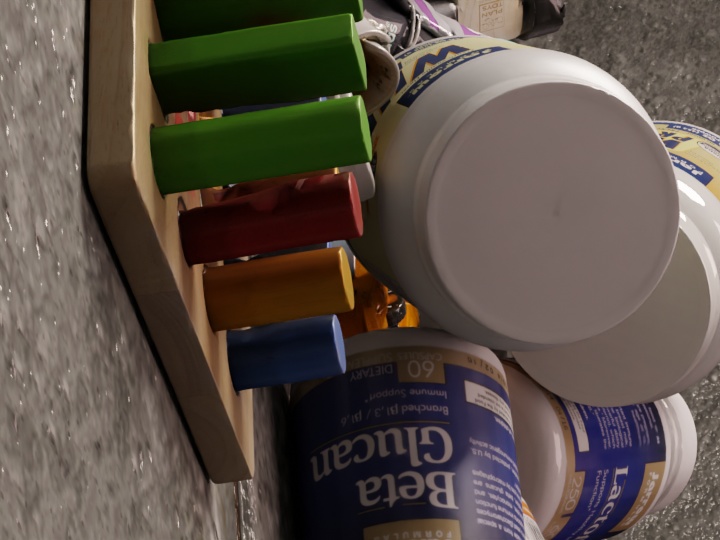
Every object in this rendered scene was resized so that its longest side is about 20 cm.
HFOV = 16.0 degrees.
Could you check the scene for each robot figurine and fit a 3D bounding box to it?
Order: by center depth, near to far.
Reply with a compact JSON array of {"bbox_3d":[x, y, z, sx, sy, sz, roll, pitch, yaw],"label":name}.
[{"bbox_3d":[0.000,0.000,1.446,0.200,0.058,0.145,-88,168,-57],"label":"robot figurine"}]

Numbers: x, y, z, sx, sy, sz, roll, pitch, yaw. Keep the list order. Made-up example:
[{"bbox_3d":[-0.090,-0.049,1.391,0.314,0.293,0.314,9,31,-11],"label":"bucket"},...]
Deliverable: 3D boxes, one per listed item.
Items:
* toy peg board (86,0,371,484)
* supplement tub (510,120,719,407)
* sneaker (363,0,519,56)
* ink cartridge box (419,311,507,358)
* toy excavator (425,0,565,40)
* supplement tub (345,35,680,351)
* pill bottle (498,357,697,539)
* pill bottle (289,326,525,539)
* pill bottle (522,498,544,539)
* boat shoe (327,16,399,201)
[{"bbox_3d":[-0.036,-0.054,1.032,0.199,0.098,0.200,73,11,-50],"label":"toy peg board"},{"bbox_3d":[0.160,-0.004,1.483,0.200,0.144,0.145,-35,116,-69],"label":"supplement tub"},{"bbox_3d":[0.024,-0.117,1.421,0.078,0.200,0.140,-62,168,6],"label":"sneaker"},{"bbox_3d":[0.063,-0.015,1.627,0.144,0.084,0.200,-78,180,-73],"label":"ink cartridge box"},{"bbox_3d":[0.038,-0.188,1.625,0.200,0.100,0.195,45,-35,52],"label":"toy excavator"},{"bbox_3d":[0.070,-0.040,1.265,0.200,0.145,0.145,-145,-136,-76],"label":"supplement tub"},{"bbox_3d":[0.116,0.108,1.538,0.200,0.116,0.116,0,80,-56],"label":"pill bottle"},{"bbox_3d":[0.026,0.138,1.245,0.111,0.111,0.200,70,12,-58],"label":"pill bottle"},{"bbox_3d":[0.071,0.216,1.318,0.112,0.112,0.200,72,-6,-55],"label":"pill bottle"},{"bbox_3d":[-0.015,-0.094,1.243,0.200,0.070,0.071,-88,167,-55],"label":"boat shoe"}]
